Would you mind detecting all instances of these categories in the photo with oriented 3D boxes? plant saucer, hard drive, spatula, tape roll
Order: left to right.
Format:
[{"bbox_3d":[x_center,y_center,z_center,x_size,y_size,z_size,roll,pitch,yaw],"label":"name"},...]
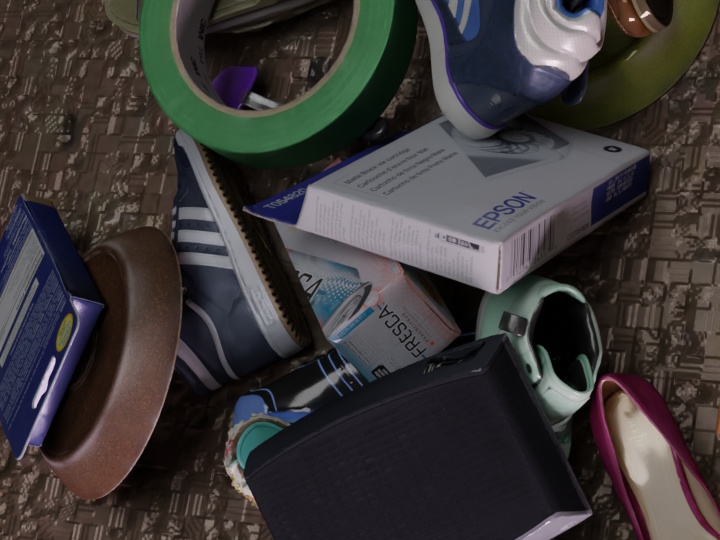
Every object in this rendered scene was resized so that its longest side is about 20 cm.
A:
[{"bbox_3d":[-0.188,0.061,1.366,0.200,0.034,0.202,-37,44,47],"label":"plant saucer"},{"bbox_3d":[-0.059,-0.175,1.352,0.199,0.048,0.202,-5,76,22],"label":"tape roll"},{"bbox_3d":[-0.053,-0.116,1.398,0.199,0.021,0.057,15,74,40],"label":"spatula"},{"bbox_3d":[0.027,0.134,1.169,0.199,0.042,0.136,-26,89,26],"label":"hard drive"},{"bbox_3d":[0.151,-0.196,1.334,0.199,0.031,0.202,-9,70,25],"label":"plant saucer"}]

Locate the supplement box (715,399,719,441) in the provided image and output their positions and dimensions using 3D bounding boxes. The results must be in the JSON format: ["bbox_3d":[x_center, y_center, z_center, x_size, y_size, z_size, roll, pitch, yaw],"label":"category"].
[{"bbox_3d":[0.272,0.017,1.179,0.068,0.066,0.202,3,76,28],"label":"supplement box"}]

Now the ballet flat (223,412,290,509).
[{"bbox_3d":[-0.004,0.163,1.267,0.200,0.064,0.076,37,70,6],"label":"ballet flat"}]

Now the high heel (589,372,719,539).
[{"bbox_3d":[0.193,0.155,1.155,0.067,0.096,0.201,-23,64,16],"label":"high heel"}]

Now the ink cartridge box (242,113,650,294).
[{"bbox_3d":[0.058,-0.060,1.251,0.199,0.199,0.041,17,119,30],"label":"ink cartridge box"}]

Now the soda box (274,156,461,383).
[{"bbox_3d":[0.000,0.000,1.272,0.068,0.064,0.200,-41,26,7],"label":"soda box"}]

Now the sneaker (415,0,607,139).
[{"bbox_3d":[0.108,-0.196,1.258,0.146,0.080,0.201,-37,45,37],"label":"sneaker"}]

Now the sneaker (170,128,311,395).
[{"bbox_3d":[-0.121,-0.005,1.389,0.108,0.070,0.201,-32,65,13],"label":"sneaker"}]

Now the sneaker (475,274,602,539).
[{"bbox_3d":[0.103,0.102,1.183,0.073,0.118,0.202,3,87,-11],"label":"sneaker"}]

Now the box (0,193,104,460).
[{"bbox_3d":[-0.237,0.042,1.393,0.122,0.032,0.200,-63,30,18],"label":"box"}]

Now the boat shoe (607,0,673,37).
[{"bbox_3d":[0.155,-0.230,1.291,0.068,0.072,0.201,-26,54,22],"label":"boat shoe"}]

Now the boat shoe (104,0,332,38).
[{"bbox_3d":[-0.096,-0.208,1.444,0.199,0.068,0.075,-6,75,24],"label":"boat shoe"}]

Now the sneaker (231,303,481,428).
[{"bbox_3d":[0.007,0.072,1.301,0.199,0.070,0.078,-7,69,18],"label":"sneaker"}]
